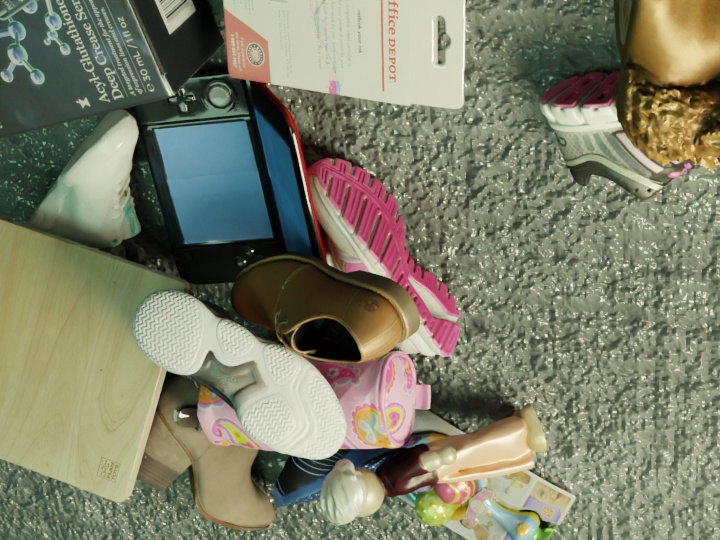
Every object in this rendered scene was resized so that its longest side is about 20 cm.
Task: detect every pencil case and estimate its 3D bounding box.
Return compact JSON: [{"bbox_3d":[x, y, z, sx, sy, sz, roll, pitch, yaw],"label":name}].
[{"bbox_3d":[-0.043,0.112,1.358,0.198,0.088,0.088,-4,119,27],"label":"pencil case"}]

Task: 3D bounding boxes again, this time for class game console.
[{"bbox_3d":[-0.106,-0.056,1.314,0.170,0.119,0.202,-4,119,14],"label":"game console"}]

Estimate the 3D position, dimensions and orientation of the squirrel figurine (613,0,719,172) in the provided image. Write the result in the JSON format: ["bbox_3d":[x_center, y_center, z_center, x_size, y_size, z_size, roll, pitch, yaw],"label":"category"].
[{"bbox_3d":[0.270,-0.157,1.063,0.184,0.142,0.203,2,89,1],"label":"squirrel figurine"}]

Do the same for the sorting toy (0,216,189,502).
[{"bbox_3d":[-0.262,0.074,1.406,0.196,0.070,0.203,18,97,10],"label":"sorting toy"}]

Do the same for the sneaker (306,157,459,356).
[{"bbox_3d":[0.000,0.000,1.331,0.087,0.082,0.201,-21,110,31],"label":"sneaker"}]

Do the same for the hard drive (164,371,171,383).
[{"bbox_3d":[-0.266,0.125,1.536,0.197,0.033,0.140,5,142,22],"label":"hard drive"}]

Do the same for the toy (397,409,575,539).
[{"bbox_3d":[0.085,0.205,1.446,0.198,0.047,0.116,28,127,5],"label":"toy"}]

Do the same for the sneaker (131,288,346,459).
[{"bbox_3d":[-0.098,0.081,1.306,0.199,0.114,0.076,35,89,-5],"label":"sneaker"}]

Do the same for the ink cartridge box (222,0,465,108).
[{"bbox_3d":[-0.004,-0.200,1.212,0.197,0.068,0.118,12,125,19],"label":"ink cartridge box"}]

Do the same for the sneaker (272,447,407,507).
[{"bbox_3d":[-0.026,0.160,1.461,0.200,0.069,0.079,-36,66,48],"label":"sneaker"}]

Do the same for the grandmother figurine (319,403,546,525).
[{"bbox_3d":[0.059,0.168,1.348,0.122,0.198,0.061,101,150,-69],"label":"grandmother figurine"}]

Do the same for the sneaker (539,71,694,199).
[{"bbox_3d":[0.234,-0.098,1.172,0.197,0.074,0.088,2,126,25],"label":"sneaker"}]

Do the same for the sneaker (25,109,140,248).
[{"bbox_3d":[-0.227,-0.066,1.401,0.088,0.076,0.200,37,140,-9],"label":"sneaker"}]

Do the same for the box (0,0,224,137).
[{"bbox_3d":[-0.238,-0.211,1.285,0.198,0.107,0.150,-9,117,29],"label":"box"}]

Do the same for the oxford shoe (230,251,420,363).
[{"bbox_3d":[-0.047,0.033,1.247,0.199,0.071,0.072,7,126,48],"label":"oxford shoe"}]

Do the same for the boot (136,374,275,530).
[{"bbox_3d":[-0.118,0.161,1.490,0.199,0.070,0.147,28,108,-40],"label":"boot"}]
